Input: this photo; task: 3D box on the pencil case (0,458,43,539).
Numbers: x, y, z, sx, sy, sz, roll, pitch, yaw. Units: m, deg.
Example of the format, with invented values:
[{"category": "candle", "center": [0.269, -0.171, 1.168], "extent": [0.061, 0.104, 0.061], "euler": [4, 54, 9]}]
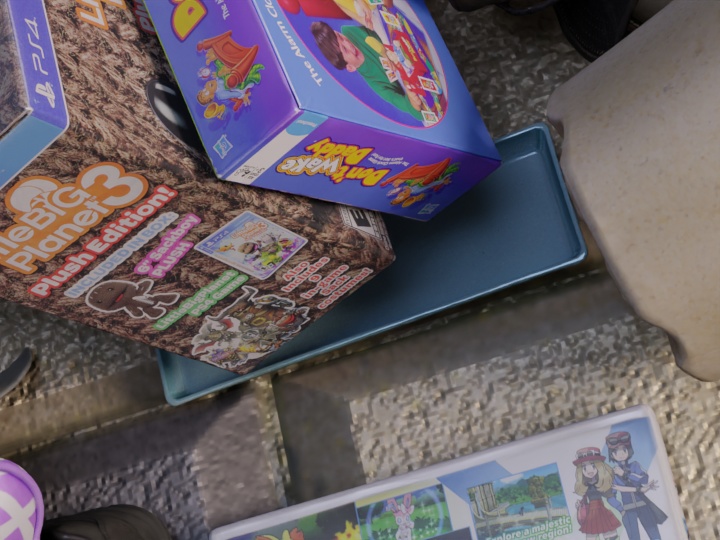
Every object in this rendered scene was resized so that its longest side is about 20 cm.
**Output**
[{"category": "pencil case", "center": [-0.223, 0.084, 0.791], "extent": [0.200, 0.085, 0.084], "euler": [15, 81, 28]}]

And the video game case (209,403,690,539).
[{"category": "video game case", "center": [0.046, 0.167, 0.802], "extent": [0.200, 0.022, 0.183], "euler": [-18, 66, 12]}]

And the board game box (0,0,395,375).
[{"category": "board game box", "center": [-0.102, -0.067, 0.810], "extent": [0.097, 0.200, 0.160], "euler": [-37, 53, 28]}]

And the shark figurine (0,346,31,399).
[{"category": "shark figurine", "center": [-0.203, 0.043, 0.914], "extent": [0.089, 0.128, 0.214], "euler": [-32, 42, -23]}]

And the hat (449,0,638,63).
[{"category": "hat", "center": [0.049, -0.167, 0.817], "extent": [0.081, 0.201, 0.201], "euler": [-17, 65, -5]}]

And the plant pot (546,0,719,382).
[{"category": "plant pot", "center": [0.181, -0.054, 0.759], "extent": [0.183, 0.200, 0.201], "euler": [-30, 64, 18]}]

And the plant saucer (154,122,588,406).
[{"category": "plant saucer", "center": [0.000, 0.000, 0.880], "extent": [0.200, 0.019, 0.070], "euler": [-20, 65, 10]}]

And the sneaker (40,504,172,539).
[{"category": "sneaker", "center": [-0.180, 0.153, 0.842], "extent": [0.200, 0.091, 0.076], "euler": [-31, 73, 7]}]

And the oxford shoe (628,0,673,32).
[{"category": "oxford shoe", "center": [0.109, -0.182, 0.879], "extent": [0.070, 0.075, 0.200], "euler": [-31, 65, 3]}]

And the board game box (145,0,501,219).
[{"category": "board game box", "center": [-0.034, -0.123, 0.808], "extent": [0.045, 0.134, 0.200], "euler": [-37, 63, 28]}]
